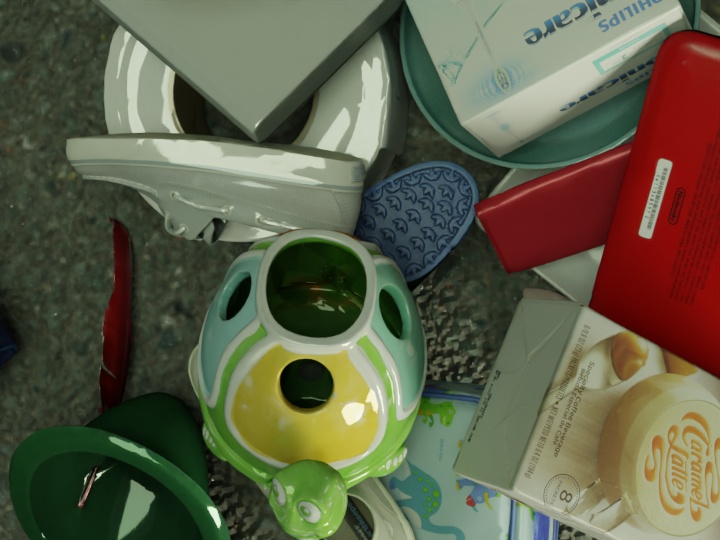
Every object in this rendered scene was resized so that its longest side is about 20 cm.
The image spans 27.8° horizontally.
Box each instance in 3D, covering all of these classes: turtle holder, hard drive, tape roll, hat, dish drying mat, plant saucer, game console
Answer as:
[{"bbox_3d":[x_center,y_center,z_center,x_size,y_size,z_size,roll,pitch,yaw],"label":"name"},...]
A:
[{"bbox_3d":[-0.036,0.059,0.842,0.140,0.132,0.186,27,58,13],"label":"turtle holder"},{"bbox_3d":[-0.089,-0.188,0.931,0.200,0.026,0.132,41,80,20],"label":"hard drive"},{"bbox_3d":[-0.069,-0.118,0.990,0.201,0.071,0.204,0,90,12],"label":"tape roll"},{"bbox_3d":[-0.139,0.111,1.034,0.165,0.176,0.201,16,131,9],"label":"hat"},{"bbox_3d":[0.175,-0.054,0.914,0.199,0.077,0.018,-21,45,11],"label":"dish drying mat"},{"bbox_3d":[0.124,-0.159,0.948,0.199,0.036,0.201,-4,78,21],"label":"plant saucer"},{"bbox_3d":[0.252,-0.037,0.885,0.172,0.119,0.201,20,113,20],"label":"game console"}]

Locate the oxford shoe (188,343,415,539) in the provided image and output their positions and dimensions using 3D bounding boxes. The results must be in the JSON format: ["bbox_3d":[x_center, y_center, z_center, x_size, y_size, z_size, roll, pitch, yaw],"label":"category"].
[{"bbox_3d":[-0.043,0.117,0.912,0.075,0.058,0.200,-47,72,23],"label":"oxford shoe"}]

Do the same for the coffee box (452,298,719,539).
[{"bbox_3d":[0.170,0.109,0.859,0.199,0.080,0.115,26,81,-21],"label":"coffee box"}]

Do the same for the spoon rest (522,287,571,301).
[{"bbox_3d":[0.153,0.100,0.938,0.060,0.099,0.201,-31,95,9],"label":"spoon rest"}]

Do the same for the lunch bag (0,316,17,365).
[{"bbox_3d":[-0.353,0.069,1.017,0.200,0.136,0.133,-34,83,11],"label":"lunch bag"}]

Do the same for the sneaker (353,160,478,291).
[{"bbox_3d":[0.000,0.000,0.970,0.200,0.078,0.070,-41,87,11],"label":"sneaker"}]

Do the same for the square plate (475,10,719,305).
[{"bbox_3d":[0.211,-0.048,0.951,0.198,0.028,0.200,40,98,8],"label":"square plate"}]

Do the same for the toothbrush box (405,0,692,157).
[{"bbox_3d":[0.099,-0.195,0.900,0.146,0.085,0.201,-26,72,16],"label":"toothbrush box"}]

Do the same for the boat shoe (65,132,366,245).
[{"bbox_3d":[-0.095,-0.050,0.929,0.199,0.072,0.069,6,98,8],"label":"boat shoe"}]

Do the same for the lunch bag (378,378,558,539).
[{"bbox_3d":[0.051,0.173,0.941,0.160,0.082,0.201,2,91,33],"label":"lunch bag"}]
